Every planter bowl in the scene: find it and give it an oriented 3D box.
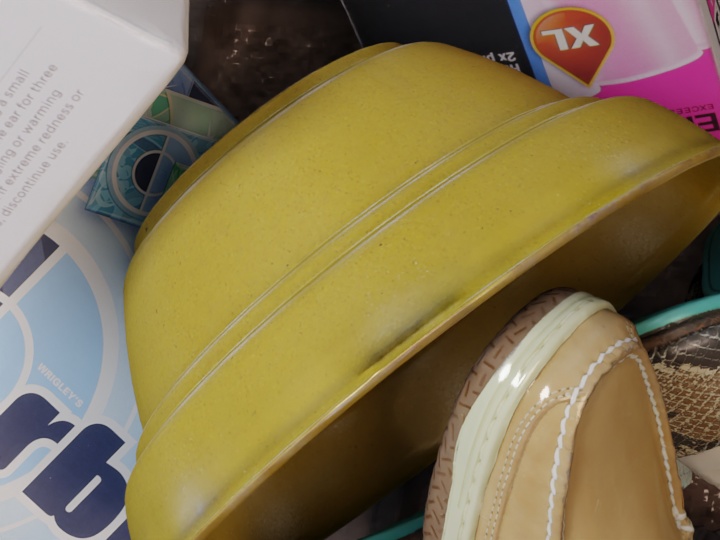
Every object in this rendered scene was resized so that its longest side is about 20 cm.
[{"bbox_3d":[0.000,0.000,0.729,0.200,0.200,0.084,-37,79,-6],"label":"planter bowl"}]

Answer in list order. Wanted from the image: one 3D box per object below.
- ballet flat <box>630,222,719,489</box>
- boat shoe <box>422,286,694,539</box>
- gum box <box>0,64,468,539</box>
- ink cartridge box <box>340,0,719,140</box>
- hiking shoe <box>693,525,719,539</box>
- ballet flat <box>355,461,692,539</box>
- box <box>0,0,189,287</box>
[{"bbox_3d":[0.117,0.028,0.797,0.068,0.200,0.075,-20,94,19],"label":"ballet flat"},{"bbox_3d":[0.065,0.091,0.710,0.072,0.076,0.200,-39,144,-28],"label":"boat shoe"},{"bbox_3d":[-0.095,0.039,0.799,0.200,0.045,0.170,-45,115,-4],"label":"gum box"},{"bbox_3d":[0.047,-0.074,0.757,0.094,0.037,0.200,-7,144,16],"label":"ink cartridge box"},{"bbox_3d":[0.134,0.155,0.913,0.101,0.076,0.200,-38,127,23],"label":"hiking shoe"},{"bbox_3d":[0.048,0.084,0.816,0.200,0.069,0.071,-28,91,-45],"label":"ballet flat"},{"bbox_3d":[-0.149,-0.106,0.661,0.200,0.153,0.106,26,128,-24],"label":"box"}]
